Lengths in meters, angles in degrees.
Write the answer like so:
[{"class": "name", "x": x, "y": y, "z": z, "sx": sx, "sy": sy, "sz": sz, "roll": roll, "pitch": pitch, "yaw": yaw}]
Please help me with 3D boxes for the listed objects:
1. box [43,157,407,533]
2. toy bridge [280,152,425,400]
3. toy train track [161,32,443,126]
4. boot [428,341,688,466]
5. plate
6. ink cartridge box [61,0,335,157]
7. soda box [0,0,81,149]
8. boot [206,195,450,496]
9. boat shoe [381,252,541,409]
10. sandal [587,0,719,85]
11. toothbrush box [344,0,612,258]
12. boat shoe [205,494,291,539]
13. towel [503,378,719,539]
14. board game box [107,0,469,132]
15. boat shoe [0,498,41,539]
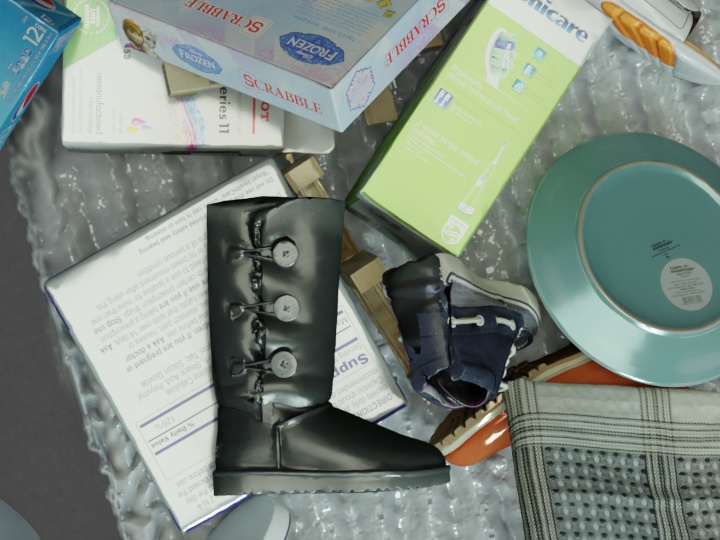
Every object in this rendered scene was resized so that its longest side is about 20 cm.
[{"class": "box", "x": -0.095, "y": 0.052, "z": 1.461, "sx": 0.183, "sy": 0.105, "sz": 0.201, "roll": -29, "pitch": 91, "yaw": -7}, {"class": "toy bridge", "x": 0.000, "y": 0.000, "z": 1.489, "sx": 0.027, "sy": 0.067, "sz": 0.201, "roll": -33, "pitch": 100, "yaw": -5}, {"class": "toy train track", "x": -0.041, "y": -0.148, "z": 1.442, "sx": 0.199, "sy": 0.033, "sz": 0.115, "roll": -12, "pitch": 84, "yaw": -17}, {"class": "boot", "x": 0.151, "y": 0.107, "z": 1.505, "sx": 0.199, "sy": 0.075, "sz": 0.108, "roll": -28, "pitch": 96, "yaw": -7}, {"class": "plate", "x": 0.216, "y": -0.014, "z": 1.497, "sx": 0.199, "sy": 0.026, "sz": 0.201, "roll": 7, "pitch": 65, "yaw": -16}, {"class": "ink cartridge box", "x": -0.113, "y": -0.142, "z": 1.481, "sx": 0.199, "sy": 0.067, "sz": 0.118, "roll": 0, "pitch": 88, "yaw": -6}, {"class": "soda box", "x": -0.277, "y": -0.109, "z": 1.431, "sx": 0.068, "sy": 0.064, "sz": 0.200, "roll": 34, "pitch": 107, "yaw": -3}, {"class": "boot", "x": -0.022, "y": 0.049, "z": 1.390, "sx": 0.164, "sy": 0.066, "sz": 0.201, "roll": 0, "pitch": 84, "yaw": -9}, {"class": "boat shoe", "x": 0.077, "y": 0.056, "z": 1.435, "sx": 0.074, "sy": 0.200, "sz": 0.093, "roll": -20, "pitch": 70, "yaw": 24}, {"class": "sandal", "x": 0.191, "y": -0.209, "z": 1.510, "sx": 0.206, "sy": 0.079, "sz": 0.059, "roll": 34, "pitch": 88, "yaw": -2}, {"class": "toothbrush box", "x": 0.079, "y": -0.110, "z": 1.463, "sx": 0.086, "sy": 0.146, "sz": 0.200, "roll": 35, "pitch": 86, "yaw": -4}, {"class": "boat shoe", "x": -0.097, "y": 0.259, "z": 1.483, "sx": 0.070, "sy": 0.071, "sz": 0.201, "roll": 33, "pitch": 81, "yaw": -32}, {"class": "towel", "x": 0.202, "y": 0.165, "z": 1.423, "sx": 0.199, "sy": 0.035, "sz": 0.193, "roll": 8, "pitch": 53, "yaw": -19}, {"class": "board game box", "x": -0.033, "y": -0.198, "z": 1.401, "sx": 0.199, "sy": 0.041, "sz": 0.200, "roll": 24, "pitch": 57, "yaw": 32}, {"class": "boat shoe", "x": -0.238, "y": 0.250, "z": 1.464, "sx": 0.066, "sy": 0.070, "sz": 0.200, "roll": -39, "pitch": 86, "yaw": 21}]
